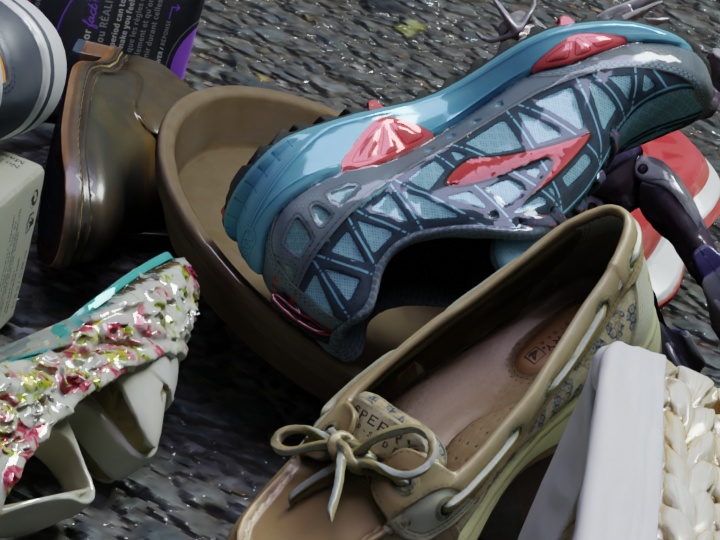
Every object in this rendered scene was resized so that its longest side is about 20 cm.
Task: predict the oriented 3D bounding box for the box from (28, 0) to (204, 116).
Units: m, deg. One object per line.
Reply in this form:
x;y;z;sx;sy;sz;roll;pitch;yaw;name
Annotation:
-0.177;-0.150;1.308;0.199;0.123;0.106;7;25;-24;box

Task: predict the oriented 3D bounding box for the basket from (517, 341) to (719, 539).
0.100;0.131;0.855;0.123;0.136;0.200;21;23;0;basket

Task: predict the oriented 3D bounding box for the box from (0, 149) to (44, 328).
-0.185;0.009;1.011;0.082;0.069;0.200;19;22;6;box

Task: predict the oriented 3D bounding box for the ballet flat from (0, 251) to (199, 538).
-0.107;0.053;0.991;0.064;0.076;0.200;53;34;4;ballet flat

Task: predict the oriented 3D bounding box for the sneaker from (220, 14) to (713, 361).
0.053;-0.023;1.082;0.199;0.079;0.096;-23;63;-13;sneaker

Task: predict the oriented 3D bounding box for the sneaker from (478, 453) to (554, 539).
0.093;0.067;1.055;0.199;0.082;0.077;12;23;-13;sneaker

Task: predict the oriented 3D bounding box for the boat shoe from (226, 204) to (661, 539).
0.025;0.049;0.987;0.073;0.063;0.200;29;55;32;boat shoe

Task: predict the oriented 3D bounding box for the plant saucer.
0.000;0.000;1.152;0.199;0.030;0.200;28;28;-16;plant saucer

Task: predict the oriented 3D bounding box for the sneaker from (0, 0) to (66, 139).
-0.210;-0.107;1.072;0.199;0.079;0.079;25;19;18;sneaker

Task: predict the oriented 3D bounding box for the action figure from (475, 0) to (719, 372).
0.108;-0.030;1.163;0.201;0.130;0.069;59;15;12;action figure

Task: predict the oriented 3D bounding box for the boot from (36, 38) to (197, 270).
-0.082;-0.046;1.202;0.096;0.075;0.200;11;21;-6;boot

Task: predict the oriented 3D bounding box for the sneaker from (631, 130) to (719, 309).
0.106;-0.058;1.289;0.078;0.116;0.200;-22;17;14;sneaker
